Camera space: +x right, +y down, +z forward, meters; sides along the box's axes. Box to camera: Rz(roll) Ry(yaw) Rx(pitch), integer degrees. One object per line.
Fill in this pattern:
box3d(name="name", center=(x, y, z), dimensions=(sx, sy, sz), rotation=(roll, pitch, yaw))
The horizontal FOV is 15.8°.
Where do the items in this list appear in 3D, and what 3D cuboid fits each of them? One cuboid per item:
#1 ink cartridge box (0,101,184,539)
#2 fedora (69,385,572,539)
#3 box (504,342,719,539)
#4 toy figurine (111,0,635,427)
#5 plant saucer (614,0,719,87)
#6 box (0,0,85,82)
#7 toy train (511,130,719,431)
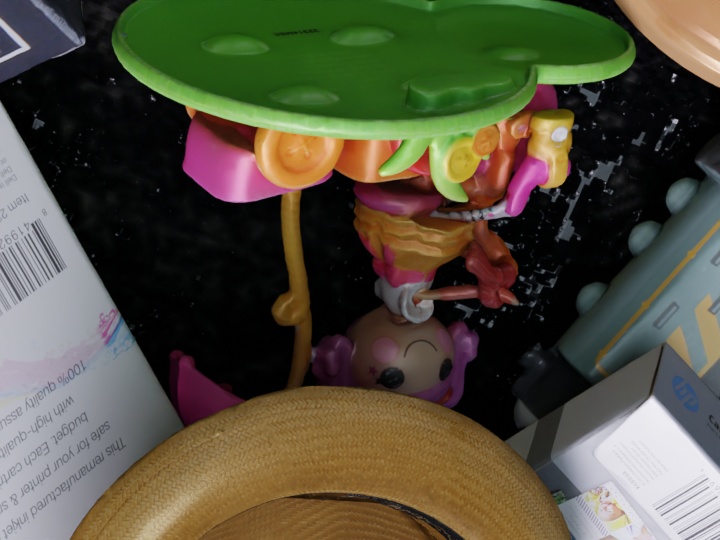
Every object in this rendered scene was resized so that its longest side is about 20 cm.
box3d(name="ink cartridge box", center=(-0.152, 0.058, 0.912), dimensions=(0.145, 0.087, 0.200), rotation=(-39, 105, -36))
box3d(name="fedora", center=(-0.023, 0.123, 0.886), dimensions=(0.200, 0.082, 0.201), rotation=(-5, 103, -23))
box3d(name="box", center=(0.086, 0.137, 0.972), dimensions=(0.200, 0.041, 0.156), rotation=(-36, 105, 30))
box3d(name="toy figurine", center=(0.000, 0.000, 0.956), dimensions=(0.200, 0.150, 0.184), rotation=(-9, 118, -31))
box3d(name="plant saucer", center=(0.175, -0.158, 0.942), dimensions=(0.200, 0.037, 0.200), rotation=(0, 84, -1))
box3d(name="box", center=(-0.223, -0.125, 0.814), dimensions=(0.198, 0.123, 0.200), rotation=(-23, 142, 18))
box3d(name="toy train", center=(0.149, 0.017, 0.987), dimensions=(0.114, 0.085, 0.200), rotation=(42, 95, -1))
